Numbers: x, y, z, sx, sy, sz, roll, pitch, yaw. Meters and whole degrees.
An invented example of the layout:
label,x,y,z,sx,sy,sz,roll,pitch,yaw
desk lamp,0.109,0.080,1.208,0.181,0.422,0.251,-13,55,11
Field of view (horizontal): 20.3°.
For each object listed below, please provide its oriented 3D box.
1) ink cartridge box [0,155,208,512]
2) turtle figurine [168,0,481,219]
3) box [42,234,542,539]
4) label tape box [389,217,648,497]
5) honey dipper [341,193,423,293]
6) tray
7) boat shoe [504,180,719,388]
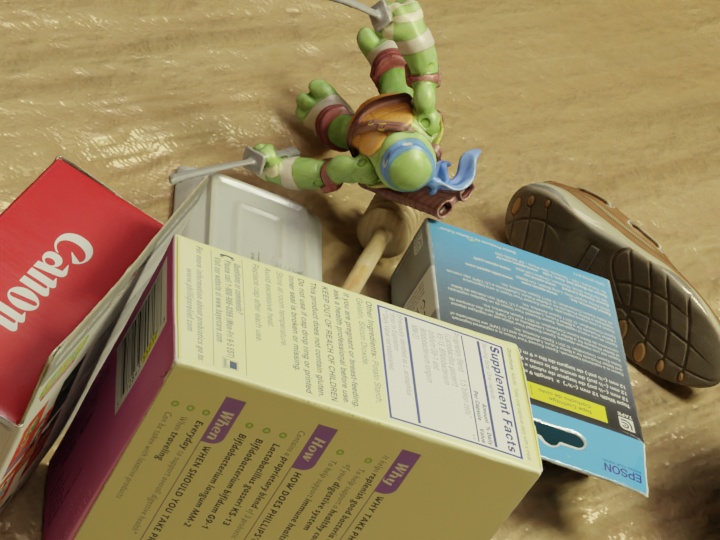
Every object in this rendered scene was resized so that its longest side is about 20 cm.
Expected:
label,x,y,z,sx,sy,sz,roll,pitch,yaw
ink cartridge box,-0.175,0.034,1.010,0.084,0.176,0.200,32,33,0
turtle figurine,-0.015,-0.124,1.341,0.200,0.144,0.194,11,15,-7
box,-0.039,0.100,1.034,0.200,0.176,0.097,18,36,-19
label tape box,0.099,0.069,1.287,0.143,0.066,0.200,19,38,-18
honey dipper,0.000,0.000,1.310,0.038,0.038,0.200,32,31,0
tray,-0.069,0.003,1.274,0.107,0.022,0.200,21,35,-18
boat shoe,0.196,0.002,1.442,0.200,0.076,0.072,45,34,16
